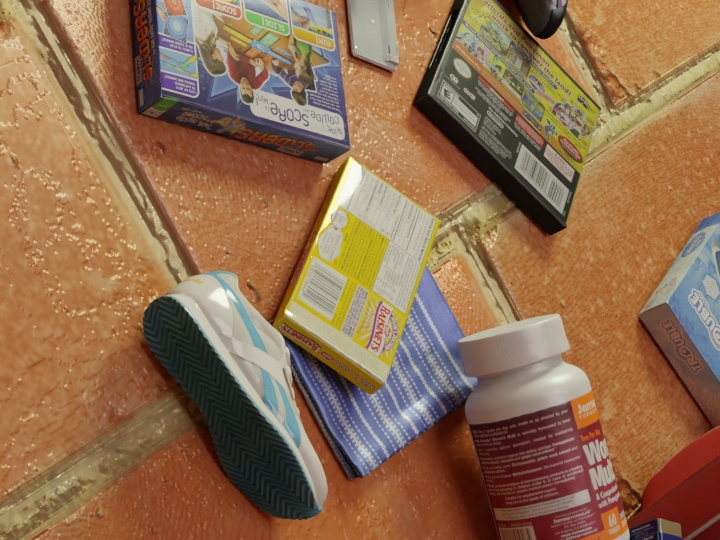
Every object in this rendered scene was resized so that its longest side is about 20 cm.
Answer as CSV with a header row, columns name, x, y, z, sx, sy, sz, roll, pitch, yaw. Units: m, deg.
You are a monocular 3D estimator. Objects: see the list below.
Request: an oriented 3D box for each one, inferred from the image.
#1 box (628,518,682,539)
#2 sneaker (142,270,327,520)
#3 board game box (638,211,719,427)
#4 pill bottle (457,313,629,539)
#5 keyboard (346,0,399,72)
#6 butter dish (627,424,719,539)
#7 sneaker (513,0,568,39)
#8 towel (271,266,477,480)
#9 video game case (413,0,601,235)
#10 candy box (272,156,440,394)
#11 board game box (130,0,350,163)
name,x,y,z,sx,sy,sz,roll,pitch,yaw
box,0.224,0.321,1.362,0.032,0.121,0.201,19,58,-30
sneaker,-0.077,0.092,1.212,0.081,0.076,0.201,-37,99,-50
board game box,0.395,0.068,1.719,0.201,0.043,0.199,54,44,-11
pill bottle,0.150,0.145,1.366,0.109,0.109,0.202,-15,91,-48
keyboard,0.006,-0.282,1.533,0.056,0.011,0.202,13,61,-35
butter dish,0.350,0.216,1.525,0.199,0.200,0.148,38,24,-24
sneaker,0.150,-0.323,1.665,0.087,0.074,0.201,8,55,-27
towel,0.023,0.072,1.359,0.200,0.024,0.146,-30,91,-48
video game case,0.149,-0.162,1.603,0.200,0.025,0.181,42,46,-21
candy box,0.000,0.000,1.350,0.102,0.026,0.201,37,44,-15
board game box,-0.098,-0.175,1.352,0.199,0.034,0.136,13,62,-41
